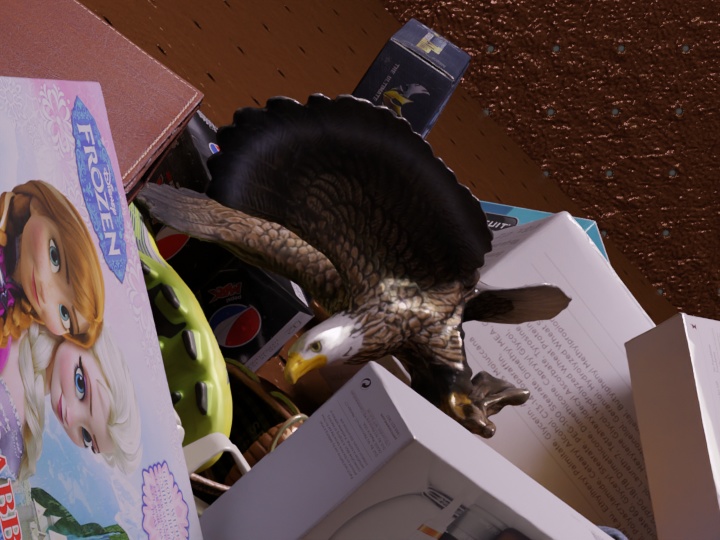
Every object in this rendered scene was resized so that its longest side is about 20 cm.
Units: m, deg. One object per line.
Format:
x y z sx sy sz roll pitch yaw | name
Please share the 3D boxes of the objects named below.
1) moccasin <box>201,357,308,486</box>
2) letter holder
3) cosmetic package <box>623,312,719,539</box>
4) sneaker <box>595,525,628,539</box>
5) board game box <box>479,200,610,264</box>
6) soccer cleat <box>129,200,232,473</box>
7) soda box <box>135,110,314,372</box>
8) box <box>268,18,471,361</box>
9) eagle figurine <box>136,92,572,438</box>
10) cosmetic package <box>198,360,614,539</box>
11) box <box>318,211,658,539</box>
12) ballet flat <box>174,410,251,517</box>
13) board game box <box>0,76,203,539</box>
-0.037 0.102 1.184 0.078 0.074 0.202 41 12 -36 | moccasin
-0.188 -0.077 1.067 0.200 0.101 0.142 37 23 -4 | letter holder
0.194 0.127 1.291 0.082 0.051 0.201 13 60 -39 | cosmetic package
0.125 0.176 1.238 0.079 0.096 0.200 12 -3 17 | sneaker
0.085 0.028 1.608 0.199 0.047 0.151 13 -46 45 | board game box
-0.104 0.023 1.229 0.084 0.065 0.200 38 14 -53 | soccer cleat
-0.091 -0.019 1.408 0.063 0.071 0.200 41 13 -31 | soda box
-0.010 -0.052 1.501 0.051 0.200 0.158 34 11 -1 | box
-0.003 0.002 1.230 0.200 0.151 0.151 56 16 -1 | eagle figurine
0.014 0.141 1.047 0.200 0.151 0.052 37 17 -44 | cosmetic package
0.099 0.087 1.431 0.200 0.131 0.199 52 -13 -6 | box
-0.090 0.086 1.050 0.200 0.067 0.068 36 15 -48 | ballet flat
-0.128 0.031 0.889 0.199 0.041 0.201 -10 87 -71 | board game box
